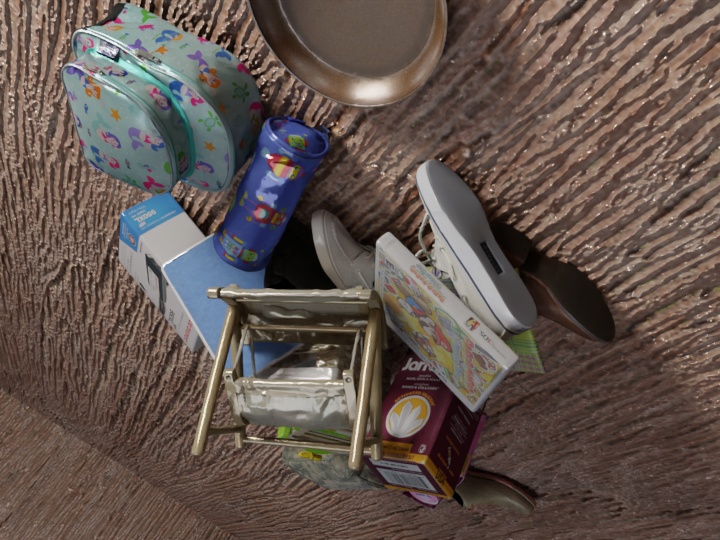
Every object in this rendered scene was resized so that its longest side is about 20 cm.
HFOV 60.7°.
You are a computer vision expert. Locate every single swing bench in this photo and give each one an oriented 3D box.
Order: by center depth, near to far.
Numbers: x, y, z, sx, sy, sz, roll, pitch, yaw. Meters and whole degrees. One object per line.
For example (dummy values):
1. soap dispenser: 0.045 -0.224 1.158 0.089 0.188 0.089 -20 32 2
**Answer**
1. swing bench: -0.075 0.122 0.737 0.198 0.201 0.130 1 169 14

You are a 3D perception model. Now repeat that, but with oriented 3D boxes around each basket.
1. basket: -0.044 0.147 0.916 0.135 0.124 0.200 -6 146 24

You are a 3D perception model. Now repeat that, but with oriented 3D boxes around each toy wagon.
1. toy wagon: -0.044 0.249 0.926 0.154 0.040 0.200 19 149 -16

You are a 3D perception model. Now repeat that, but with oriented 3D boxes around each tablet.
1. tablet: -0.170 0.043 0.841 0.201 0.130 0.014 57 171 8

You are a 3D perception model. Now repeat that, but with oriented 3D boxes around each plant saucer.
1. plant saucer: -0.012 -0.242 0.551 0.199 0.032 0.201 19 143 15

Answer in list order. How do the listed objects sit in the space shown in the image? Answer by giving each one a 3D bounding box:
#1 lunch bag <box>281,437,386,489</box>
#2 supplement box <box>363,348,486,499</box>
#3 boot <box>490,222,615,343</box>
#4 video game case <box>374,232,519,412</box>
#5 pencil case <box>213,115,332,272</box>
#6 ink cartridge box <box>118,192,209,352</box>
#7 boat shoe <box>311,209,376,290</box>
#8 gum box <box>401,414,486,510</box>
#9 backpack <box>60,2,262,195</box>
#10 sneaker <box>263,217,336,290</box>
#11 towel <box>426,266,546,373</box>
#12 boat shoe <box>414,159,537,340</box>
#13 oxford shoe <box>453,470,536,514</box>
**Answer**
1. lunch bag: -0.029 0.351 1.178 0.168 0.140 0.200 45 142 -19
2. supplement box: 0.097 0.198 0.854 0.110 0.200 0.086 -6 130 39
3. boot: 0.175 0.054 0.743 0.186 0.064 0.200 43 141 5
4. video game case: 0.083 0.066 0.686 0.182 0.023 0.200 45 163 18
5. pencil case: -0.108 -0.091 0.722 0.078 0.087 0.200 17 130 -22
6. ink cartridge box: -0.273 0.005 0.933 0.200 0.084 0.145 49 146 8
7. boat shoe: 0.000 0.000 0.807 0.068 0.072 0.201 -15 121 18
8. gum box: 0.139 0.310 1.033 0.066 0.114 0.200 25 144 7
9. backpack: -0.214 -0.176 0.683 0.199 0.151 0.178 21 142 5
10. sneaker: -0.106 -0.016 0.824 0.199 0.104 0.060 32 145 -3
11. towel: 0.118 0.054 0.737 0.199 0.023 0.144 1 123 47
12. boat shoe: 0.100 -0.014 0.648 0.086 0.074 0.203 -38 78 41
13. oxford shoe: 0.221 0.416 1.134 0.199 0.075 0.071 15 141 19
